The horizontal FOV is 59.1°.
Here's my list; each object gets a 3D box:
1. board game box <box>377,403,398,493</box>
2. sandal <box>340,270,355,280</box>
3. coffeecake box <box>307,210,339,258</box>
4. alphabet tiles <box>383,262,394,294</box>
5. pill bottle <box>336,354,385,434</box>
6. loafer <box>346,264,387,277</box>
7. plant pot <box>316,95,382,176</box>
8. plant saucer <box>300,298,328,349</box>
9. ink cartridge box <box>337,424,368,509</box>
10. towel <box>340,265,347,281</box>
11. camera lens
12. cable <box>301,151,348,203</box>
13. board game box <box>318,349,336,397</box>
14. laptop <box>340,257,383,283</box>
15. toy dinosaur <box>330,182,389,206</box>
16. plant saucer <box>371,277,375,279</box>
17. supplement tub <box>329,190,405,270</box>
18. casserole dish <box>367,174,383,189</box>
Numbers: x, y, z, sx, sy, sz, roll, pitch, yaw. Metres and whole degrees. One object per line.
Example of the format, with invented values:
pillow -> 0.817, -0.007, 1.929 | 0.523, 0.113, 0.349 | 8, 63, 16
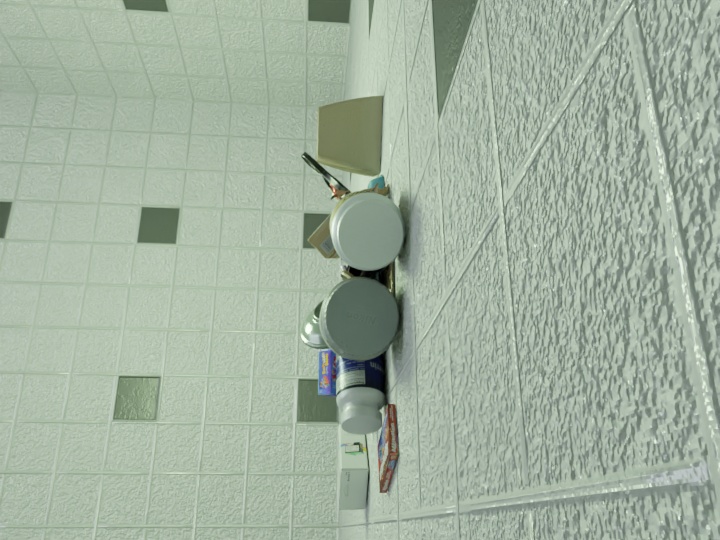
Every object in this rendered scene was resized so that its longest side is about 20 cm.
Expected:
board game box -> 0.055, 0.371, 1.311 | 0.202, 0.019, 0.105 | 97, 172, -50
sandal -> -0.001, 0.091, 1.429 | 0.203, 0.053, 0.080 | 64, 166, 10
coffeecake box -> -0.050, -0.112, 1.749 | 0.154, 0.073, 0.200 | -47, -5, 7
alphabet tiles -> 0.062, -0.016, 1.436 | 0.168, 0.007, 0.205 | 102, 169, -70
pill bottle -> 0.000, 0.260, 1.452 | 0.117, 0.113, 0.204 | 98, 172, -54
loafer -> -0.003, -0.010, 1.461 | 0.199, 0.062, 0.074 | -28, 78, 65
plant pot -> -0.037, -0.373, 1.772 | 0.200, 0.172, 0.205 | -124, 36, -84
plant saucer -> -0.058, 0.106, 1.517 | 0.201, 0.196, 0.051 | -97, -12, -61
ink cartridge box -> -0.025, 0.574, 1.863 | 0.201, 0.082, 0.148 | -98, 10, -66
towel -> -0.012, 0.089, 1.695 | 0.148, 0.029, 0.201 | 61, 172, 24
camera lens -> -0.005, 0.099, 1.288 | 0.200, 0.156, 0.164 | 123, 148, -81
cable -> -0.098, -0.252, 1.782 | 0.051, 0.199, 0.097 | -49, 4, 0
board game box -> -0.047, 0.293, 1.814 | 0.199, 0.044, 0.138 | 26, -120, -55
laptop -> 0.000, 0.000, 1.581 | 0.179, 0.100, 0.204 | 93, 177, -55
toy dinosaur -> -0.002, -0.159, 1.495 | 0.200, 0.132, 0.088 | 164, 108, -84
plant saucer -> 0.015, -0.010, 1.779 | 0.200, 0.047, 0.205 | 110, 161, -76
supplement tub -> 0.012, -0.079, 1.234 | 0.200, 0.140, 0.148 | -117, 29, -80
casserole dish -> 0.036, -0.145, 1.627 | 0.121, 0.038, 0.206 | 116, 154, -81
